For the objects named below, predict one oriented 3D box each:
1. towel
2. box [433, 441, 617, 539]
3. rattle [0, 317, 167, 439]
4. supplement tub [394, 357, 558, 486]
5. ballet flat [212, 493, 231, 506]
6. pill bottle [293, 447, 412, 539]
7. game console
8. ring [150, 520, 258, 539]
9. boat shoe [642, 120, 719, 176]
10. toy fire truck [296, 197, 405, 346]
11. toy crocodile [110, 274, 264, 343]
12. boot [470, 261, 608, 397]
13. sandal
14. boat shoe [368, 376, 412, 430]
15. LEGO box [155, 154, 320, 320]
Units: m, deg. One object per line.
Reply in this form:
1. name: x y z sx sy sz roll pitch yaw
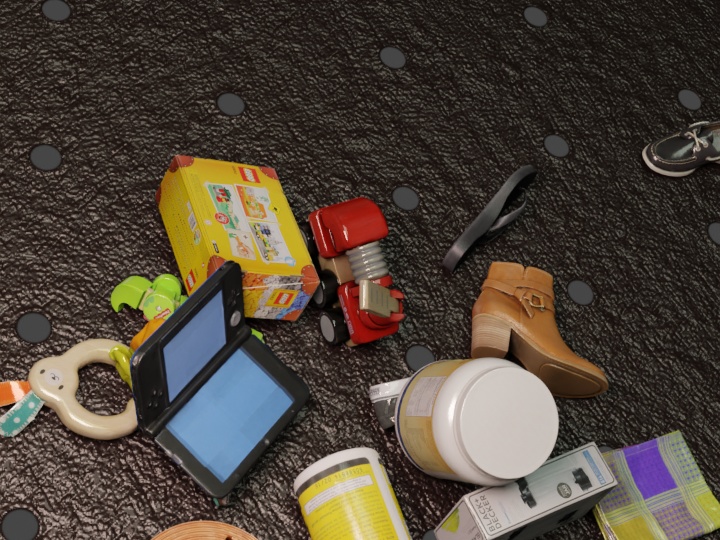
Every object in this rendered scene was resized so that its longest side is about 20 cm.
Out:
1. towel: 0.370 0.286 1.782 0.198 0.023 0.145 -9 62 -30
2. box: 0.198 0.285 1.678 0.198 0.117 0.061 -18 66 -26
3. rattle: -0.321 0.122 1.595 0.197 0.143 0.132 6 74 -22
4. supplement tub: 0.134 0.176 1.631 0.142 0.200 0.147 2 85 -19
5. ballet flat: -0.173 0.176 1.644 0.071 0.072 0.202 -12 63 -25
6. pill bottle: 0.004 0.315 1.596 0.110 0.112 0.202 -11 62 -24
7. game console: -0.154 0.121 1.586 0.117 0.172 0.200 21 46 22
8. ring: -0.171 0.377 1.555 0.198 0.019 0.203 9 57 -14
9. boat shoe: 0.520 -0.191 2.119 0.197 0.061 0.075 -6 62 -22
10. toy fire truck: 0.000 0.000 1.716 0.127 0.199 0.178 -16 90 -28
11. toy crocodile: -0.210 0.060 1.717 0.198 0.062 0.068 25 22 -9
12. boot: 0.245 0.074 1.855 0.198 0.074 0.156 22 51 -7
13. sandal: 0.185 -0.065 1.923 0.043 0.076 0.200 37 65 9
14. boat shoe: 0.105 0.158 1.763 0.197 0.069 0.057 -8 80 -21
15. LEGO box: -0.156 -0.042 1.744 0.147 0.077 0.201 6 44 -34
